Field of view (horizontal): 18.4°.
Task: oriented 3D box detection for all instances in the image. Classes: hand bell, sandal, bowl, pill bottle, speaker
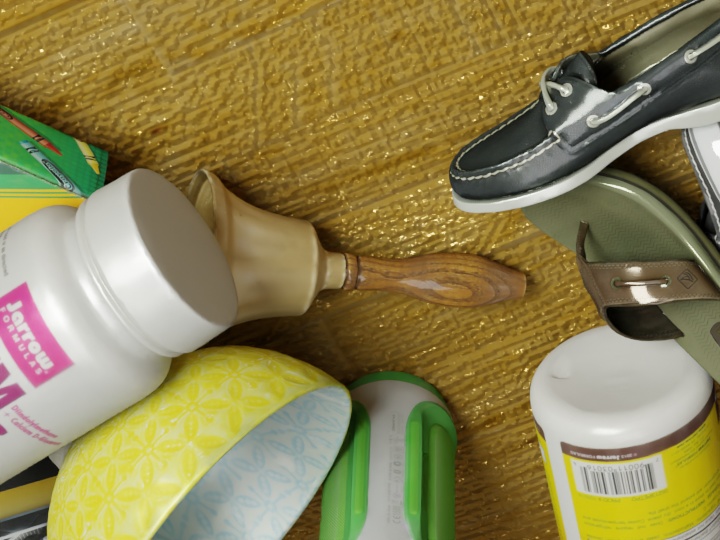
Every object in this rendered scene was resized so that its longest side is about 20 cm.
[{"bbox_3d":[0.000,0.000,1.293,0.200,0.104,0.104,4,126,-16],"label":"hand bell"},{"bbox_3d":[0.169,0.014,1.252,0.201,0.057,0.080,42,147,9],"label":"sandal"},{"bbox_3d":[-0.110,0.110,1.245,0.108,0.200,0.200,40,124,19],"label":"bowl"},{"bbox_3d":[-0.171,0.036,1.165,0.200,0.113,0.113,-31,118,18],"label":"pill bottle"},{"bbox_3d":[0.016,0.148,1.307,0.088,0.200,0.089,1,125,2],"label":"speaker"},{"bbox_3d":[0.171,0.138,1.350,0.109,0.109,0.200,-9,124,8],"label":"pill bottle"}]

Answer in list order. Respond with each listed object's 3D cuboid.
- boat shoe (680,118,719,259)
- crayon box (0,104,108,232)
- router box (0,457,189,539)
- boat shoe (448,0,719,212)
[{"bbox_3d":[0.221,-0.009,1.277,0.066,0.070,0.200,-19,125,25],"label":"boat shoe"},{"bbox_3d":[-0.236,-0.002,1.241,0.119,0.058,0.200,24,121,-16],"label":"crayon box"},{"bbox_3d":[-0.203,0.169,1.330,0.200,0.052,0.157,-19,105,-10],"label":"router box"},{"bbox_3d":[0.133,-0.097,1.217,0.200,0.076,0.060,-26,121,5],"label":"boat shoe"}]
